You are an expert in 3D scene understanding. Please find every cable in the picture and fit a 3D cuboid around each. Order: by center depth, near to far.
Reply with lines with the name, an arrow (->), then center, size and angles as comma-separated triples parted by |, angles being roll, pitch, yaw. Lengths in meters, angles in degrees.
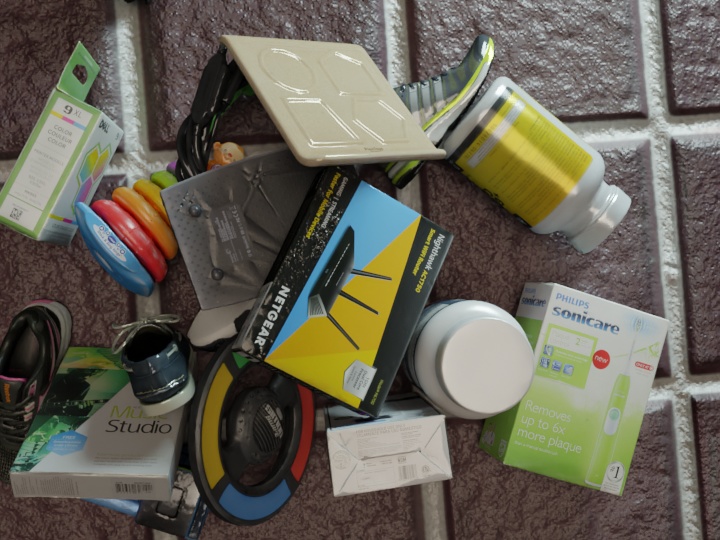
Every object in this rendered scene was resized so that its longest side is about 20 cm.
cable -> -0.115, -0.136, 0.867 | 0.163, 0.051, 0.201 | 20, 81, -39

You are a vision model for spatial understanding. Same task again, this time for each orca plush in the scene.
orca plush -> -0.105, 0.018, 0.899 | 0.105, 0.071, 0.201 | 25, 80, 41

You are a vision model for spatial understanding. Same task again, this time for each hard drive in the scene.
hard drive -> -0.089, -0.048, 0.809 | 0.199, 0.042, 0.136 | -20, 91, -20

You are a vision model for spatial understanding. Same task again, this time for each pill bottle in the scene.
pill bottle -> 0.111, 0.090, 0.832 | 0.119, 0.200, 0.120 | 0, 89, -5
pill bottle -> 0.196, -0.112, 0.888 | 0.200, 0.112, 0.112 | 39, 86, -2

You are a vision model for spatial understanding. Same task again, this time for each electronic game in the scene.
electronic game -> -0.106, 0.160, 0.830 | 0.041, 0.200, 0.201 | -2, 89, 31

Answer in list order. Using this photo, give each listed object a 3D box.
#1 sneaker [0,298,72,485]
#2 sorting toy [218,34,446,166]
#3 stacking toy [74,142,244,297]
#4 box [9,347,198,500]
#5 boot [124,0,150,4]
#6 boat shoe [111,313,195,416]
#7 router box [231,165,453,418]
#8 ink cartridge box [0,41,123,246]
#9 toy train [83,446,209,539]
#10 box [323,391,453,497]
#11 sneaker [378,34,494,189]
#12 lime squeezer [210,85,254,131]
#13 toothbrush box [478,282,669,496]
sneaker -> -0.365, 0.131, 0.851 | 0.080, 0.086, 0.201 | 4, 89, -3
sorting toy -> -0.030, -0.171, 0.823 | 0.184, 0.037, 0.200 | -10, 54, -41
stacking toy -> -0.202, -0.074, 0.874 | 0.200, 0.110, 0.116 | -42, 93, -19
box -> -0.249, 0.148, 0.810 | 0.143, 0.200, 0.037 | 3, 118, -5
boot -> -0.259, -0.409, 0.883 | 0.162, 0.073, 0.198 | -42, 93, -1
boat shoe -> -0.211, 0.080, 0.807 | 0.074, 0.200, 0.062 | -19, 109, -8
router box -> -0.014, 0.020, 0.777 | 0.149, 0.051, 0.201 | 28, 74, -15
ink cartridge box -> -0.308, -0.129, 0.853 | 0.059, 0.104, 0.201 | 25, 86, -4
toy train -> -0.238, 0.212, 0.845 | 0.199, 0.114, 0.087 | 20, 87, -4
box -> 0.020, 0.172, 0.824 | 0.116, 0.200, 0.061 | -8, 88, -3
sneaker -> 0.078, -0.193, 0.903 | 0.081, 0.074, 0.200 | 38, 84, 1
lime squeezer -> -0.105, -0.208, 0.912 | 0.199, 0.038, 0.071 | -22, 121, -6
toothbrush box -> 0.236, 0.129, 0.893 | 0.145, 0.086, 0.201 | 18, 86, -10
